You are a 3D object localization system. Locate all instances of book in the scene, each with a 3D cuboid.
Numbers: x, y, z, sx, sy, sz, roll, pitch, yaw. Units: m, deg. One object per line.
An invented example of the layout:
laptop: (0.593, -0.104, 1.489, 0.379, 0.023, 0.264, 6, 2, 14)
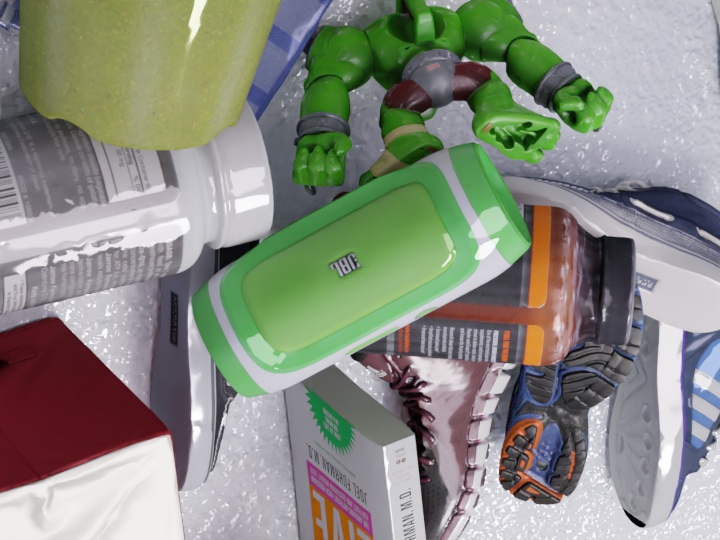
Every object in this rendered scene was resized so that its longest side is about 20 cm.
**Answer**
book: (0.005, 0.172, 1.599, 0.048, 0.134, 0.200, -19, 119, -23)

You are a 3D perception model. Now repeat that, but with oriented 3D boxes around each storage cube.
storage cube: (-0.214, 0.160, 1.440, 0.171, 0.180, 0.200, -17, 118, -23)

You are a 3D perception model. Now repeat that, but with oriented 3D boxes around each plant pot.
plant pot: (-0.115, -0.176, 1.327, 0.200, 0.200, 0.184, -4, 123, -29)

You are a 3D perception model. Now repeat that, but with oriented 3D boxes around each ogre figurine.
ogre figurine: (0.047, -0.117, 1.492, 0.200, 0.120, 0.098, -23, 146, 7)

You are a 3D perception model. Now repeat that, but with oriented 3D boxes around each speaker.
speaker: (0.000, 0.000, 1.442, 0.200, 0.088, 0.088, -29, 126, 10)

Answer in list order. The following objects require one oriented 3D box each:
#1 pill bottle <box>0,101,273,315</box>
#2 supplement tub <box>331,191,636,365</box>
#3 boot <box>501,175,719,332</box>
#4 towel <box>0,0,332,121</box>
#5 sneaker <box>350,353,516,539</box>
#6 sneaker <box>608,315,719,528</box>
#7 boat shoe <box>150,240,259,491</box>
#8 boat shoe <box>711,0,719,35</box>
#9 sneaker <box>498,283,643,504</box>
pill bottle: (-0.160, -0.044, 1.411, 0.200, 0.114, 0.114, -13, 117, -19)
supplement tub: (0.076, 0.007, 1.535, 0.200, 0.107, 0.107, 5, 112, 3)
boot: (0.174, -0.030, 1.655, 0.200, 0.090, 0.073, 26, 129, -12)
towel: (-0.115, -0.171, 1.446, 0.200, 0.024, 0.147, 30, 94, -36)
sneaker: (0.034, 0.093, 1.628, 0.115, 0.076, 0.200, 16, 92, -29)
sneaker: (0.266, 0.088, 1.746, 0.146, 0.081, 0.200, -6, 109, -23)
boat shoe: (-0.094, 0.046, 1.533, 0.066, 0.070, 0.200, -5, 106, -27)
boat shoe: (0.295, -0.151, 1.669, 0.072, 0.060, 0.202, -29, 123, -16)
sneaker: (0.140, 0.067, 1.649, 0.075, 0.078, 0.200, 15, 125, -10)
